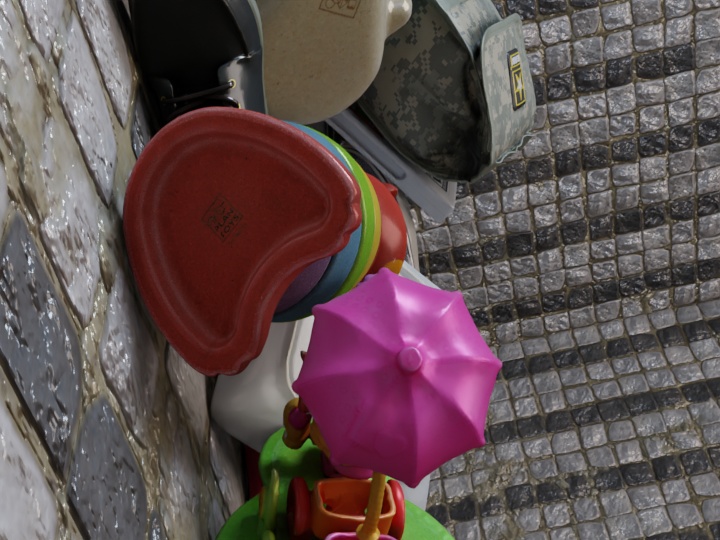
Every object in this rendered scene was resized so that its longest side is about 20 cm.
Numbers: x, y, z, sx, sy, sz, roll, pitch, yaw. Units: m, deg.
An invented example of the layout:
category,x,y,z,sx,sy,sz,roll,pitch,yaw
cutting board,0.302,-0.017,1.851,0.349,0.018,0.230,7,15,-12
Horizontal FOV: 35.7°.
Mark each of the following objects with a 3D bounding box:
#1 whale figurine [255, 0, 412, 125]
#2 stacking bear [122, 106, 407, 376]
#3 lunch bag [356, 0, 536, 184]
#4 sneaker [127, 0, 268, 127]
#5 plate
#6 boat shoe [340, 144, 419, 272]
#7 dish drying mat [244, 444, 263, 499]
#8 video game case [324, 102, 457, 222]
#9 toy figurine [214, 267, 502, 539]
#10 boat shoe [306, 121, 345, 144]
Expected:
category,x,y,z,sx,sy,sz,roll,pitch,yaw
whale figurine,-0.036,-0.200,0.750,0.104,0.157,0.202,54,-51,43
stacking bear,-0.033,-0.023,0.620,0.114,0.122,0.200,44,14,16
lunch bag,0.060,-0.168,0.879,0.200,0.117,0.164,48,27,0
sneaker,-0.088,-0.094,0.669,0.201,0.074,0.107,74,7,-50
plate,0.000,0.055,0.763,0.199,0.032,0.202,40,49,-34
boat shoe,0.000,0.000,0.852,0.092,0.074,0.203,-10,79,-61
dish drying mat,-0.052,0.210,0.727,0.077,0.018,0.202,75,4,-59
video game case,0.012,-0.145,0.934,0.182,0.023,0.201,41,26,-14
toy figurine,0.007,0.078,0.565,0.201,0.148,0.186,-103,-158,-55
boat shoe,-0.022,-0.153,0.986,0.201,0.056,0.069,-88,-178,-54
